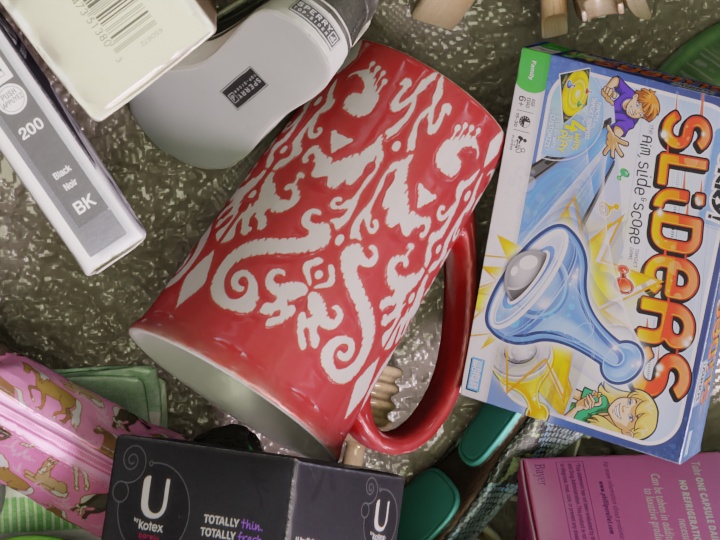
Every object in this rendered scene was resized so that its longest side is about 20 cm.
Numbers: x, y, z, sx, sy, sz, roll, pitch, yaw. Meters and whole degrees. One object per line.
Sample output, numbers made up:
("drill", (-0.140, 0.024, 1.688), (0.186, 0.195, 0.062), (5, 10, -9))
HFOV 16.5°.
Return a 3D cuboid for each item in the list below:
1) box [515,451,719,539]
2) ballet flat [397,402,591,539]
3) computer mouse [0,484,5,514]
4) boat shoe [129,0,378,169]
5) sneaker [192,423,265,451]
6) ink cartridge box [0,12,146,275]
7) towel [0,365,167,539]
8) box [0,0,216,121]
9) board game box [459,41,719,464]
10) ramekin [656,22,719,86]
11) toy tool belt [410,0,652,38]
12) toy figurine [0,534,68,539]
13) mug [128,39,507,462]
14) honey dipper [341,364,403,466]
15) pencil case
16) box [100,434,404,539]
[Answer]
("box", (0.189, 0.199, 1.402), (0.200, 0.097, 0.176), (-2, 125, -4))
("ballet flat", (0.071, 0.129, 1.429), (0.074, 0.074, 0.200), (40, 99, -10))
("computer mouse", (-0.270, 0.105, 1.341), (0.200, 0.044, 0.110), (8, 72, -39))
("boat shoe", (-0.054, -0.110, 1.330), (0.071, 0.200, 0.064), (50, 57, -13))
("sneaker", (-0.070, 0.184, 1.429), (0.078, 0.085, 0.200), (11, 107, 40))
("ink cartridge box", (-0.189, -0.099, 1.298), (0.043, 0.198, 0.200), (-35, 102, -3))
("towel", (-0.181, 0.157, 1.437), (0.152, 0.023, 0.200), (-5, 102, -2))
("box", (-0.131, -0.146, 1.291), (0.078, 0.200, 0.095), (-37, 102, 4))
("board game box", (0.136, -0.010, 1.337), (0.135, 0.034, 0.200), (16, 107, 24))
("ramekin", (0.248, -0.044, 1.387), (0.200, 0.098, 0.200), (-1, 101, -3))
("toy tool belt", (0.124, -0.191, 1.355), (0.200, 0.125, 0.123), (-6, 133, 1))
("toy figurine", (-0.182, 0.255, 1.328), (0.200, 0.184, 0.150), (37, 109, 7))
("mug", (-0.010, -0.005, 1.361), (0.133, 0.178, 0.200), (25, 77, 30))
("honey dipper", (-0.015, 0.150, 1.414), (0.038, 0.038, 0.200), (13, 85, -6))
("pencil case", (-0.177, 0.087, 1.344), (0.200, 0.087, 0.083), (32, 124, -24))
("box", (-0.065, 0.193, 1.281), (0.122, 0.106, 0.200), (5, 85, 34))
